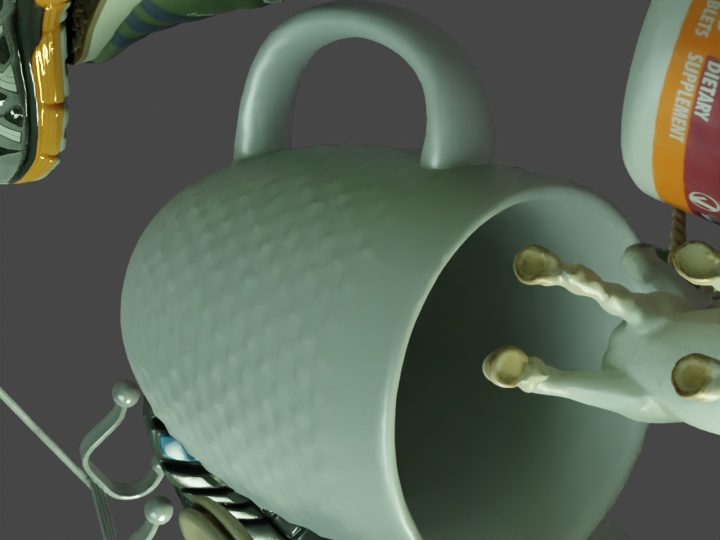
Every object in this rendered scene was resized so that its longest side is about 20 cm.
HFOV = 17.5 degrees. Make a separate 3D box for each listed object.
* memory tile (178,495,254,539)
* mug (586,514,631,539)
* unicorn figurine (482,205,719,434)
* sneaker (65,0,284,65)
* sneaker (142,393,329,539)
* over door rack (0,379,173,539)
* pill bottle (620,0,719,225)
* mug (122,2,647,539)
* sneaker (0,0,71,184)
[{"bbox_3d":[0.005,0.174,0.881,0.200,0.017,0.153,36,154,44],"label":"memory tile"},{"bbox_3d":[0.058,0.169,1.000,0.200,0.148,0.175,40,152,58],"label":"mug"},{"bbox_3d":[0.110,0.024,0.744,0.137,0.074,0.200,17,-170,-41],"label":"unicorn figurine"},{"bbox_3d":[-0.060,-0.116,0.868,0.200,0.090,0.067,159,108,-73],"label":"sneaker"},{"bbox_3d":[-0.046,0.107,1.076,0.082,0.073,0.200,-116,8,-59],"label":"sneaker"},{"bbox_3d":[-0.127,0.110,1.041,0.067,0.148,0.200,-31,142,15],"label":"over door rack"},{"bbox_3d":[0.189,-0.040,0.699,0.200,0.110,0.110,23,138,23],"label":"pill bottle"},{"bbox_3d":[0.000,0.000,0.875,0.175,0.148,0.200,15,109,44],"label":"mug"},{"bbox_3d":[-0.151,-0.099,0.884,0.200,0.077,0.078,103,154,-57],"label":"sneaker"}]
